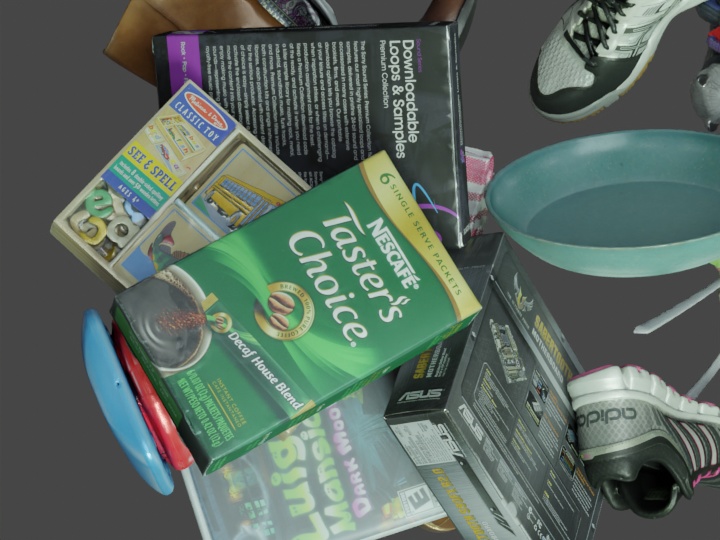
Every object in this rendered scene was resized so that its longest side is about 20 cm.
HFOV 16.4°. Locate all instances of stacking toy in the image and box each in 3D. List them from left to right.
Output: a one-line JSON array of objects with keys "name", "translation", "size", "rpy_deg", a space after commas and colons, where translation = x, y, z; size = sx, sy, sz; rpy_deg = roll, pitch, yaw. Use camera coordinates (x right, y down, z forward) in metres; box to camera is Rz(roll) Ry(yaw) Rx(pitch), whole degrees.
[{"name": "stacking toy", "translation": [-0.072, 0.050, 1.597], "size": [0.199, 0.110, 0.117], "rpy_deg": [-25, 74, -4]}]

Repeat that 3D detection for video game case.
[{"name": "video game case", "translation": [-0.039, 0.087, 1.646], "size": [0.181, 0.023, 0.201], "rpy_deg": [-18, 90, 8]}]

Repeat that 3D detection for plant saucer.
[{"name": "plant saucer", "translation": [0.182, -0.041, 1.645], "size": [0.199, 0.200, 0.036], "rpy_deg": [-15, 115, -17]}]

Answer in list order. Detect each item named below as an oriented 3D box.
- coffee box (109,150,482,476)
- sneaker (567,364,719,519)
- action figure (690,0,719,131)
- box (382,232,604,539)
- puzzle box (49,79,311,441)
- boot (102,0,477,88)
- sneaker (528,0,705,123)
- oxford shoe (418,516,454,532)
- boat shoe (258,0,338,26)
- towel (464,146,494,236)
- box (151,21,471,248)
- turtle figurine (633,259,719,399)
[{"name": "coffee box", "translation": [-0.039, 0.023, 1.519], "size": [0.199, 0.044, 0.123], "rpy_deg": [-27, 79, -18]}, {"name": "sneaker", "translation": [0.204, 0.130, 1.688], "size": [0.199, 0.073, 0.088], "rpy_deg": [28, 58, -50]}, {"name": "action figure", "translation": [0.317, -0.130, 1.736], "size": [0.192, 0.200, 0.105], "rpy_deg": [-13, 127, -25]}, {"name": "box", "translation": [0.096, 0.101, 1.629], "size": [0.200, 0.048, 0.159], "rpy_deg": [57, 37, -35]}, {"name": "puzzle box", "translation": [-0.077, -0.008, 1.559], "size": [0.200, 0.025, 0.133], "rpy_deg": [41, 69, 3]}, {"name": "boot", "translation": [-0.044, -0.160, 1.638], "size": [0.200, 0.069, 0.189], "rpy_deg": [39, 113, 0]}, {"name": "sneaker", "translation": [0.180, -0.189, 1.712], "size": [0.200, 0.088, 0.076], "rpy_deg": [-47, 63, 12]}, {"name": "oxford shoe", "translation": [0.072, 0.076, 1.694], "size": [0.071, 0.071, 0.202], "rpy_deg": [4, 81, -14]}, {"name": "boat shoe", "translation": [-0.095, -0.208, 1.674], "size": [0.200, 0.068, 0.072], "rpy_deg": [46, 74, -7]}, {"name": "towel", "translation": [0.000, 0.000, 1.676], "size": [0.145, 0.030, 0.202], "rpy_deg": [14, 79, 8]}, {"name": "box", "translation": [-0.031, -0.085, 1.601], "size": [0.198, 0.036, 0.144], "rpy_deg": [0, 103, 17]}, {"name": "turtle figurine", "translation": [0.287, 0.008, 1.716], "size": [0.192, 0.145, 0.201], "rpy_deg": [-9, 41, 12]}]
